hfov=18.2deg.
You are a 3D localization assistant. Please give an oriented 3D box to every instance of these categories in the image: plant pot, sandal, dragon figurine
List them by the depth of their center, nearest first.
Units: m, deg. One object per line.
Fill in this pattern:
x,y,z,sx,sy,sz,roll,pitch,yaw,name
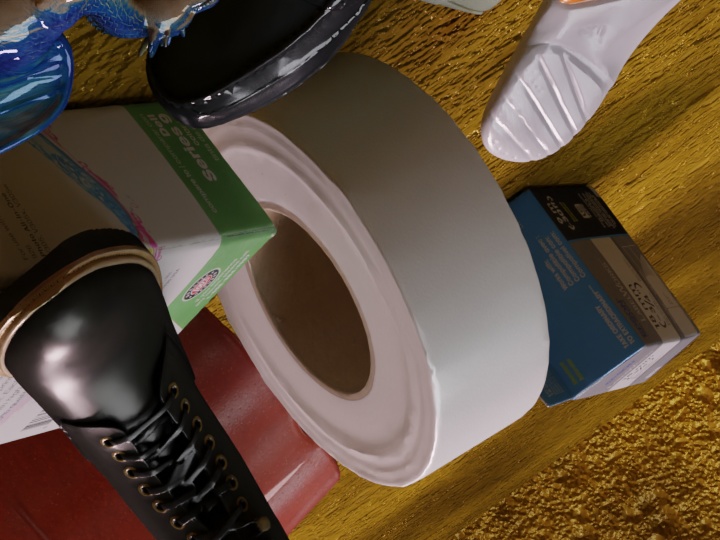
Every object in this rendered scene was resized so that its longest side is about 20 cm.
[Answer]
-0.133,-0.078,0.787,0.200,0.059,0.099,-34,166,-13,dragon figurine
0.117,-0.150,1.155,0.079,0.059,0.207,16,122,-37,sandal
-0.129,0.123,1.236,0.195,0.201,0.201,-42,168,-10,plant pot

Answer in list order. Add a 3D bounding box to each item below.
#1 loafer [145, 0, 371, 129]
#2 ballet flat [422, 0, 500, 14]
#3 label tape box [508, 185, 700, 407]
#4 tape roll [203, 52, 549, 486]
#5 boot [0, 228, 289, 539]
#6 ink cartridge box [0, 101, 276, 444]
-0.013,-0.137,0.874,0.201,0.068,0.070,-44,158,10,loafer
0.058,-0.152,0.984,0.200,0.070,0.067,-26,164,-36,ballet flat
0.153,0.015,1.620,0.063,0.144,0.200,-41,166,22,label tape box
0.000,0.000,1.081,0.071,0.203,0.203,-30,165,-25,tape roll
-0.075,0.069,0.898,0.077,0.138,0.200,-37,164,-2,boot
-0.154,0.007,0.966,0.145,0.088,0.200,-45,165,29,ink cartridge box
